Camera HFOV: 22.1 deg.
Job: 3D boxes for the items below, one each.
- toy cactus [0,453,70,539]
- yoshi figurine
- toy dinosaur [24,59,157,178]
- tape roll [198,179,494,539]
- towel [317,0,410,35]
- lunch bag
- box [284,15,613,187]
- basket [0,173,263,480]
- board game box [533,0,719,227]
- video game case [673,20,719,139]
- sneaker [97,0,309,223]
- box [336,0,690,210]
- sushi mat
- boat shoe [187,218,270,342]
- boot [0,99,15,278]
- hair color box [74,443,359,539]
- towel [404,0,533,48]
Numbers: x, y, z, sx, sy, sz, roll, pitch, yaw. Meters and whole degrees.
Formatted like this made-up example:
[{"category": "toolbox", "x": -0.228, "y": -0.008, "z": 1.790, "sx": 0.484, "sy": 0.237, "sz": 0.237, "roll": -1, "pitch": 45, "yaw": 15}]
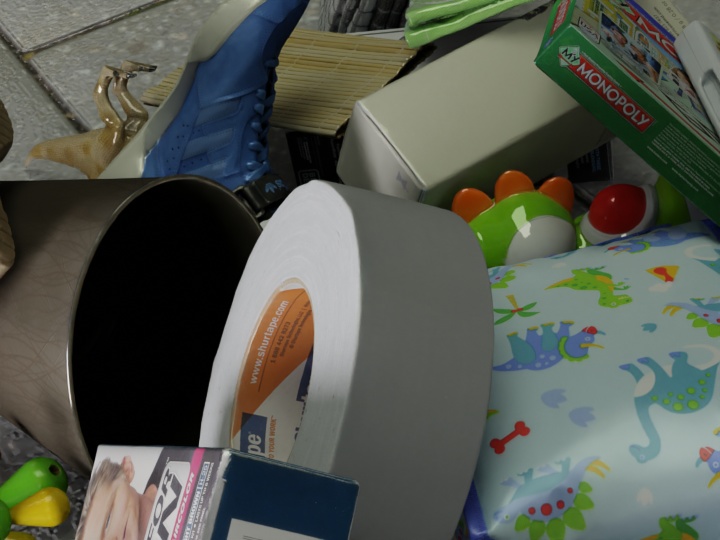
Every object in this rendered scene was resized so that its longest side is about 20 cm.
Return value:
[{"category": "toy cactus", "x": -0.236, "y": 0.149, "z": 0.896, "sx": 0.165, "sy": 0.102, "sz": 0.200, "roll": 5, "pitch": 46, "yaw": 36}, {"category": "yoshi figurine", "x": 0.125, "y": 0.010, "z": 0.994, "sx": 0.199, "sy": 0.112, "sz": 0.112, "roll": 1, "pitch": 76, "yaw": -6}, {"category": "toy dinosaur", "x": -0.153, "y": -0.080, "z": 1.172, "sx": 0.199, "sy": 0.102, "sz": 0.058, "roll": 18, "pitch": 15, "yaw": 30}, {"category": "tape roll", "x": -0.012, "y": 0.062, "z": 0.844, "sx": 0.066, "sy": 0.201, "sz": 0.201, "roll": 13, "pitch": 30, "yaw": -21}, {"category": "towel", "x": 0.034, "y": -0.237, "z": 1.254, "sx": 0.085, "sy": 0.200, "sz": 0.166, "roll": 14, "pitch": 40, "yaw": -9}, {"category": "lunch bag", "x": 0.116, "y": 0.065, "z": 0.870, "sx": 0.169, "sy": 0.128, "sz": 0.200, "roll": -12, "pitch": 46, "yaw": -2}, {"category": "box", "x": 0.059, "y": -0.104, "z": 1.170, "sx": 0.199, "sy": 0.060, "sz": 0.117, "roll": -3, "pitch": 37, "yaw": 11}, {"category": "basket", "x": -0.154, "y": 0.021, "z": 0.986, "sx": 0.136, "sy": 0.181, "sz": 0.200, "roll": -18, "pitch": 24, "yaw": -39}, {"category": "board game box", "x": 0.176, "y": -0.068, "z": 0.938, "sx": 0.029, "sy": 0.200, "sz": 0.135, "roll": -46, "pitch": 8, "yaw": 24}, {"category": "video game case", "x": 0.252, "y": -0.026, "z": 0.927, "sx": 0.022, "sy": 0.200, "sz": 0.182, "roll": -47, "pitch": 28, "yaw": 24}, {"category": "sneaker", "x": -0.065, "y": -0.076, "z": 1.081, "sx": 0.111, "sy": 0.200, "sz": 0.077, "roll": 40, "pitch": 11, "yaw": 11}, {"category": "box", "x": 0.089, "y": -0.092, "z": 1.032, "sx": 0.200, "sy": 0.082, "sz": 0.068, "roll": -28, "pitch": 71, "yaw": -23}, {"category": "sushi mat", "x": -0.050, "y": -0.125, "z": 1.169, "sx": 0.200, "sy": 0.012, "sz": 0.096, "roll": 14, "pitch": 52, "yaw": 46}, {"category": "boat shoe", "x": 0.000, "y": 0.000, "z": 1.047, "sx": 0.199, "sy": 0.070, "sz": 0.066, "roll": -22, "pitch": 35, "yaw": -27}, {"category": "boot", "x": -0.261, "y": -0.025, "z": 0.959, "sx": 0.166, "sy": 0.072, "sz": 0.200, "roll": -33, "pitch": 44, "yaw": 14}, {"category": "hair color box", "x": -0.072, "y": 0.128, "z": 0.774, "sx": 0.060, "sy": 0.100, "sz": 0.200, "roll": 17, "pitch": -11, "yaw": -19}, {"category": "towel", "x": 0.094, "y": -0.176, "z": 1.087, "sx": 0.149, "sy": 0.031, "sz": 0.200, "roll": -22, "pitch": 9, "yaw": 7}]
